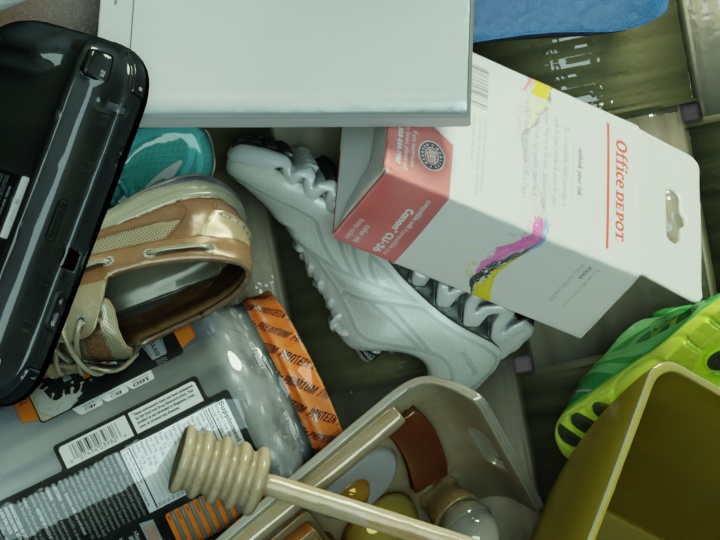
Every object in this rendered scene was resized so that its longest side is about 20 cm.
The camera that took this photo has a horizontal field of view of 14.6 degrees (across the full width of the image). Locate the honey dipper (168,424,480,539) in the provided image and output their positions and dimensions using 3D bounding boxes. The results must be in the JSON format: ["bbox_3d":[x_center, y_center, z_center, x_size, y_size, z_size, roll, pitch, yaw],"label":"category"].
[{"bbox_3d":[-0.001,0.127,1.470,0.199,0.038,0.038,18,91,-9],"label":"honey dipper"}]

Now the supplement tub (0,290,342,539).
[{"bbox_3d":[-0.117,0.097,1.533,0.199,0.123,0.123,-26,97,-8],"label":"supplement tub"}]

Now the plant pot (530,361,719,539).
[{"bbox_3d":[0.170,0.192,1.515,0.199,0.176,0.201,28,70,-14],"label":"plant pot"}]

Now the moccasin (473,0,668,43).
[{"bbox_3d":[0.071,-0.158,1.577,0.199,0.068,0.081,8,100,-9],"label":"moccasin"}]

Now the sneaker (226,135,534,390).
[{"bbox_3d":[0.000,0.000,1.576,0.200,0.075,0.081,37,99,-7],"label":"sneaker"}]

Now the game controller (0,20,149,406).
[{"bbox_3d":[-0.182,-0.032,1.462,0.104,0.042,0.201,16,81,33],"label":"game controller"}]

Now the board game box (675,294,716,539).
[{"bbox_3d":[0.283,0.124,1.649,0.199,0.026,0.201,6,92,-9],"label":"board game box"}]

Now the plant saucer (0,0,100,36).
[{"bbox_3d":[-0.165,-0.179,1.553,0.199,0.034,0.202,0,93,-8],"label":"plant saucer"}]

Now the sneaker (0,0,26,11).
[{"bbox_3d":[-0.246,-0.137,1.503,0.199,0.076,0.081,-8,108,21],"label":"sneaker"}]

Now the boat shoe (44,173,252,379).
[{"bbox_3d":[-0.147,0.019,1.486,0.199,0.072,0.076,-28,133,0],"label":"boat shoe"}]

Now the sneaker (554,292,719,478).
[{"bbox_3d":[0.190,0.040,1.568,0.199,0.084,0.074,-30,117,27],"label":"sneaker"}]

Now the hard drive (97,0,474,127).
[{"bbox_3d":[-0.039,-0.140,1.498,0.199,0.027,0.133,0,70,6],"label":"hard drive"}]

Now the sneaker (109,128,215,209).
[{"bbox_3d":[-0.167,-0.024,1.538,0.199,0.080,0.078,-29,97,-7],"label":"sneaker"}]

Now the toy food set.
[{"bbox_3d":[0.004,0.159,1.545,0.200,0.144,0.060,-40,56,-6],"label":"toy food set"}]

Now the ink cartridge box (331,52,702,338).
[{"bbox_3d":[0.089,-0.042,1.549,0.199,0.068,0.117,22,47,-18],"label":"ink cartridge box"}]
